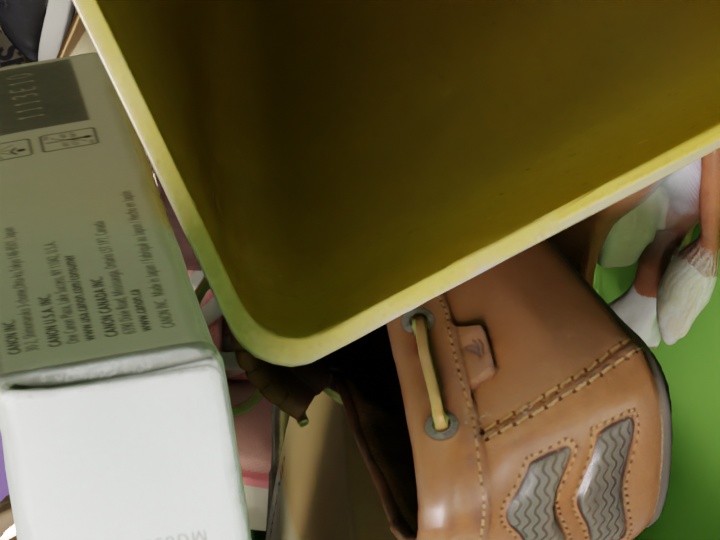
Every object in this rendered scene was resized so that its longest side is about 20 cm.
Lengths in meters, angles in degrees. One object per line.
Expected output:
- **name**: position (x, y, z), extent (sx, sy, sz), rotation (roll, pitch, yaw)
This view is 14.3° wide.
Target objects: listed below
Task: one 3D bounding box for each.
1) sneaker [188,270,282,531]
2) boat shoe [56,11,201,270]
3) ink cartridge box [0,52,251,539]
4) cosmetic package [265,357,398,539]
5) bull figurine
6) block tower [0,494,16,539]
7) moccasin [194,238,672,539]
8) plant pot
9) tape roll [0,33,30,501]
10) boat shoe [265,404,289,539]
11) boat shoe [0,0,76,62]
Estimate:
- **sneaker**: position (-0.041, -0.002, 0.915), extent (0.200, 0.075, 0.105), rotation (-119, 35, -60)
- **boat shoe**: position (-0.024, -0.093, 0.777), extent (0.201, 0.072, 0.072), rotation (-63, -5, 13)
- **ink cartridge box**: position (-0.048, 0.064, 0.596), extent (0.200, 0.043, 0.175), rotation (-118, 20, -68)
- **cosmetic package**: position (0.020, 0.091, 0.688), extent (0.200, 0.071, 0.106), rotation (-97, 18, -63)
- **bull figurine**: position (0.048, -0.057, 0.731), extent (0.200, 0.065, 0.122), rotation (-111, 26, -57)
- **block tower**: position (-0.036, 0.145, 0.760), extent (0.201, 0.058, 0.054), rotation (64, -171, -4)
- **moccasin**: position (-0.002, 0.004, 0.666), extent (0.202, 0.077, 0.074), rotation (-123, 29, -49)
- **plant pot**: position (0.012, -0.130, 0.605), extent (0.201, 0.199, 0.176), rotation (64, 177, -17)
- **tape roll**: position (-0.138, -0.015, 0.907), extent (0.200, 0.084, 0.201), rotation (165, 90, -89)
- **boat shoe**: position (0.000, 0.001, 0.829), extent (0.072, 0.066, 0.202), rotation (154, 117, -62)
- **boat shoe**: position (-0.091, -0.110, 0.788), extent (0.200, 0.060, 0.074), rotation (108, -172, -76)
